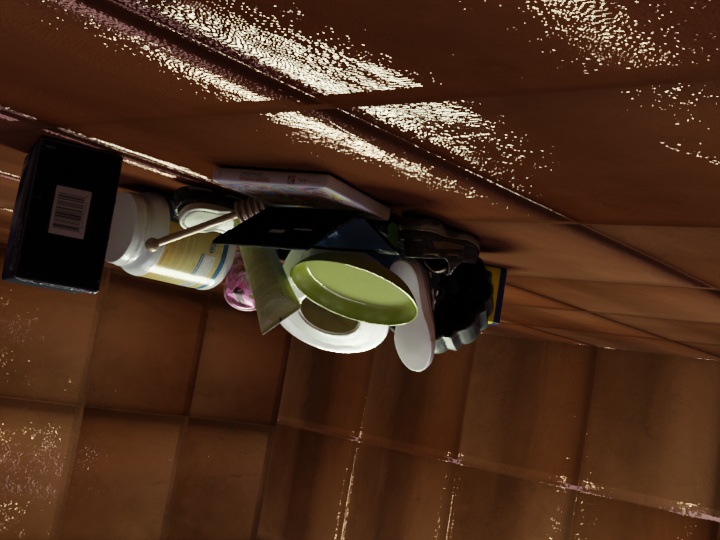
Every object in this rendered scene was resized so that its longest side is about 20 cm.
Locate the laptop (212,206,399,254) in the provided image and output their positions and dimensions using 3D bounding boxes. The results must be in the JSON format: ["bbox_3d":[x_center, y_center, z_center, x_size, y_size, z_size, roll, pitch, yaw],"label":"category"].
[{"bbox_3d":[-0.076,-0.034,1.452,0.177,0.103,0.200,4,-153,36],"label":"laptop"}]

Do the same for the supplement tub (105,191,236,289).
[{"bbox_3d":[-0.330,-0.053,1.721,0.200,0.145,0.145,15,172,-42],"label":"supplement tub"}]

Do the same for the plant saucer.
[{"bbox_3d":[-0.007,0.023,1.489,0.200,0.031,0.200,16,156,7],"label":"plant saucer"}]

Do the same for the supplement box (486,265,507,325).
[{"bbox_3d":[0.165,0.036,1.928,0.200,0.110,0.109,10,174,-14],"label":"supplement box"}]

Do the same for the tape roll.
[{"bbox_3d":[-0.043,0.046,1.639,0.202,0.071,0.203,11,140,9],"label":"tape roll"}]

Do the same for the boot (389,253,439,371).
[{"bbox_3d":[0.101,0.058,1.624,0.073,0.200,0.090,9,-154,31],"label":"boot"}]

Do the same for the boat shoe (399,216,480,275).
[{"bbox_3d":[0.119,-0.030,1.562,0.074,0.073,0.200,5,172,38],"label":"boat shoe"}]

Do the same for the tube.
[{"bbox_3d":[-0.147,0.000,1.533,0.052,0.200,0.058,-7,142,-22],"label":"tube"}]

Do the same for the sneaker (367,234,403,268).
[{"bbox_3d":[0.053,-0.008,1.692,0.200,0.111,0.077,11,174,-16],"label":"sneaker"}]

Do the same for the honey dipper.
[{"bbox_3d":[-0.237,-0.070,1.530,0.200,0.038,0.038,-18,170,5],"label":"honey dipper"}]

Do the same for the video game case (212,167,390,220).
[{"bbox_3d":[-0.079,-0.106,1.415,0.182,0.023,0.200,6,173,27],"label":"video game case"}]

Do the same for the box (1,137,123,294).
[{"bbox_3d":[-0.441,-0.072,1.465,0.123,0.200,0.198,12,173,-23],"label":"box"}]

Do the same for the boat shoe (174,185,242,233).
[{"bbox_3d":[-0.211,-0.089,1.608,0.200,0.060,0.074,9,137,-41],"label":"boat shoe"}]

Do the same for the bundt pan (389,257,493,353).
[{"bbox_3d":[0.140,0.061,1.733,0.202,0.202,0.076,6,145,27],"label":"bundt pan"}]

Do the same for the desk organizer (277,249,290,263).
[{"bbox_3d":[-0.097,-0.038,1.848,0.077,0.072,0.200,3,171,34],"label":"desk organizer"}]

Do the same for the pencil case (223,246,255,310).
[{"bbox_3d":[-0.211,-0.008,1.826,0.086,0.083,0.200,-1,-149,-11],"label":"pencil case"}]

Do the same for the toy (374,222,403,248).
[{"bbox_3d":[-0.031,-0.066,1.595,0.200,0.047,0.115,5,169,30],"label":"toy"}]
